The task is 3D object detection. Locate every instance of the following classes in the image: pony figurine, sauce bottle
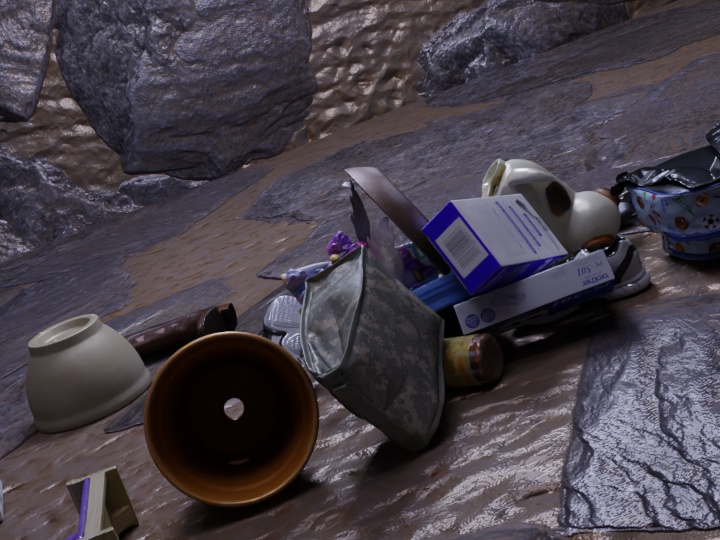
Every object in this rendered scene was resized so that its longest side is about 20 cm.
[{"bbox_3d":[0.000,0.000,1.707,0.200,0.193,0.167,-27,38,-2],"label":"pony figurine"},{"bbox_3d":[0.082,0.123,1.606,0.200,0.066,0.066,-13,17,34],"label":"sauce bottle"}]

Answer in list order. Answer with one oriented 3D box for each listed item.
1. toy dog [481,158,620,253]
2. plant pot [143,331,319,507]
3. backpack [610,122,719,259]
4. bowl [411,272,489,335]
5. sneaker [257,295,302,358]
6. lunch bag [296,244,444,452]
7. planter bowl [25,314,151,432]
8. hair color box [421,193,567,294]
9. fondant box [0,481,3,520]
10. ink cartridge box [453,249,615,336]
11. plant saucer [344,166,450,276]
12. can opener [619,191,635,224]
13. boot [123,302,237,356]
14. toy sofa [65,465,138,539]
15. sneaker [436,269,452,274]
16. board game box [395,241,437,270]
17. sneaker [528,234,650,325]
[{"bbox_3d":[0.287,-0.093,1.875,0.194,0.200,0.140,121,165,-55],"label":"toy dog"},{"bbox_3d":[-0.156,0.173,1.533,0.200,0.200,0.183,-22,1,-6],"label":"plant pot"},{"bbox_3d":[0.469,-0.098,1.701,0.200,0.154,0.191,-28,8,-3],"label":"backpack"},{"bbox_3d":[0.093,0.060,1.684,0.200,0.039,0.201,-25,-14,-7],"label":"bowl"},{"bbox_3d":[-0.123,0.141,1.781,0.114,0.075,0.200,115,172,-54],"label":"sneaker"},{"bbox_3d":[0.013,0.103,1.482,0.118,0.164,0.200,-32,32,27],"label":"lunch bag"},{"bbox_3d":[-0.456,0.154,2.042,0.200,0.135,0.200,-20,15,6],"label":"planter bowl"},{"bbox_3d":[0.177,-0.037,1.641,0.065,0.109,0.200,-46,-20,30],"label":"hair color box"},{"bbox_3d":[-0.597,0.337,1.744,0.200,0.058,0.144,-23,16,-11],"label":"fondant box"},{"bbox_3d":[0.222,0.036,1.615,0.200,0.044,0.094,-21,-14,5],"label":"ink cartridge box"},{"bbox_3d":[0.059,-0.072,1.683,0.037,0.200,0.200,-43,16,3],"label":"plant saucer"},{"bbox_3d":[0.447,-0.102,1.958,0.200,0.053,0.067,-15,48,16],"label":"can opener"},{"bbox_3d":[-0.321,0.113,2.137,0.200,0.064,0.186,-15,3,9],"label":"boot"},{"bbox_3d":[-0.309,0.306,1.438,0.098,0.083,0.200,-20,16,-5],"label":"toy sofa"},{"bbox_3d":[0.144,0.032,1.803,0.200,0.080,0.070,-17,14,7],"label":"sneaker"},{"bbox_3d":[0.101,-0.003,1.868,0.134,0.034,0.200,-18,-17,6],"label":"board game box"},{"bbox_3d":[0.282,0.012,1.697,0.200,0.080,0.074,-21,17,4],"label":"sneaker"}]
